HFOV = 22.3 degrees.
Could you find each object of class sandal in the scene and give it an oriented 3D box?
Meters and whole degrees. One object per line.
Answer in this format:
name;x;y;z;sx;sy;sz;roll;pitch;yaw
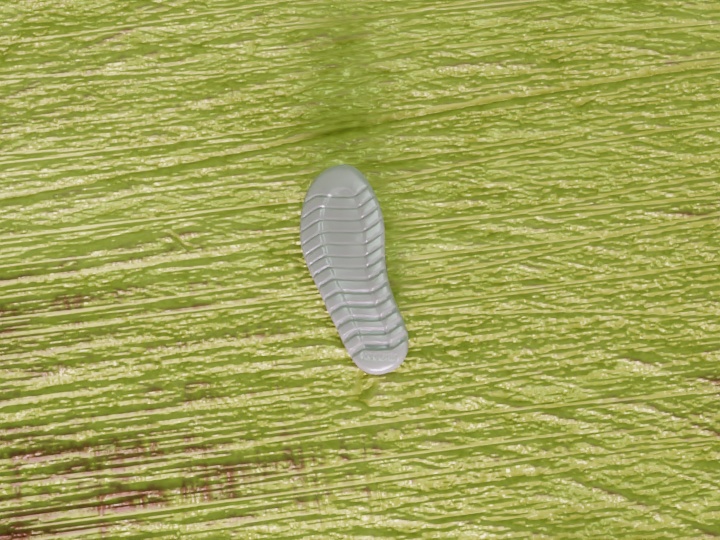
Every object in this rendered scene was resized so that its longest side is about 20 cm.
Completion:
sandal;-0.007;0.002;1.737;0.082;0.050;0.204;-13;82;5
